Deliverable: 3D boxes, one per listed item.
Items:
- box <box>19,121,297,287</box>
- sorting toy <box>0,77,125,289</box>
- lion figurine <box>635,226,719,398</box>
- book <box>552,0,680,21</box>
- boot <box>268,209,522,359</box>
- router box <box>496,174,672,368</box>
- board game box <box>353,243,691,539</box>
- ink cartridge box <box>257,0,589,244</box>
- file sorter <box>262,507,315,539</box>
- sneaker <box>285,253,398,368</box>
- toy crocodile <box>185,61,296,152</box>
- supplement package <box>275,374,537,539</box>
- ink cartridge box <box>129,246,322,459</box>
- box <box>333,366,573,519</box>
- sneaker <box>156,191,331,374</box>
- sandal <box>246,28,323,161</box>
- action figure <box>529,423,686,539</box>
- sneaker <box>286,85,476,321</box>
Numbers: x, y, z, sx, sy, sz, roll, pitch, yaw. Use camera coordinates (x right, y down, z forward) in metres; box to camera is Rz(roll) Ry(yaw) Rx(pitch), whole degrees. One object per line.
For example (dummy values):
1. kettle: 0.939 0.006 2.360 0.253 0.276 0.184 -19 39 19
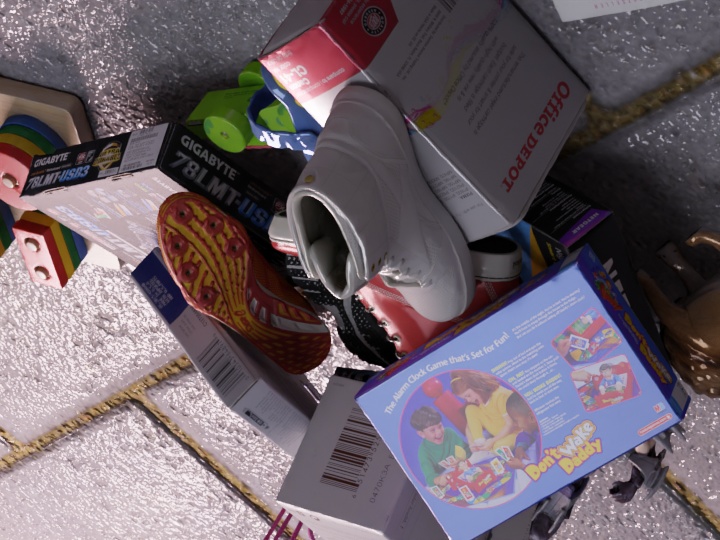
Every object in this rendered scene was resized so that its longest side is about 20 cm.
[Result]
1. box: -0.148 -0.044 1.820 0.199 0.050 0.198 34 155 -34
2. sorting toy: -0.325 -0.079 1.957 0.198 0.070 0.200 15 141 24
3. lion figurine: 0.273 0.021 1.607 0.123 0.072 0.200 49 151 0
4. book: 0.156 -0.260 1.397 0.133 0.048 0.201 -4 129 35
5. boot: 0.018 0.034 1.635 0.198 0.072 0.146 14 110 21
6. router box: 0.155 0.014 1.661 0.149 0.051 0.201 34 157 49
7. board game box: 0.114 0.091 1.563 0.199 0.045 0.135 -32 96 23
8. ink cartridge box: 0.047 -0.135 1.535 0.200 0.148 0.085 47 143 -19
9. file sorter: 0.001 0.252 2.053 0.139 0.126 0.200 37 145 -7
10. sneaker: 0.000 0.000 1.767 0.073 0.081 0.200 13 154 26
11. toy crocodile: -0.057 -0.123 1.699 0.199 0.068 0.062 -6 131 41
12. supplement package: 0.046 0.187 1.774 0.117 0.118 0.200 10 159 39
13. ink cartridge box: -0.086 0.090 1.833 0.200 0.041 0.200 42 -175 -45
14. box: 0.079 0.148 1.880 0.136 0.038 0.200 4 154 45
15. sneaker: -0.102 0.009 1.755 0.200 0.073 0.077 51 176 -35
16. sandal: -0.005 -0.098 1.597 0.199 0.080 0.087 37 133 -21
17. action figure: 0.166 0.127 1.648 0.130 0.069 0.200 46 149 9
18. sneaker: 0.008 -0.012 1.487 0.073 0.116 0.201 1 136 34
